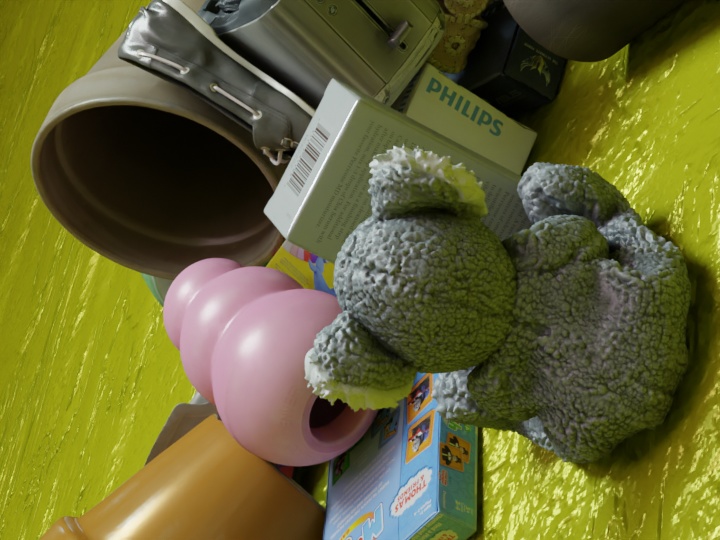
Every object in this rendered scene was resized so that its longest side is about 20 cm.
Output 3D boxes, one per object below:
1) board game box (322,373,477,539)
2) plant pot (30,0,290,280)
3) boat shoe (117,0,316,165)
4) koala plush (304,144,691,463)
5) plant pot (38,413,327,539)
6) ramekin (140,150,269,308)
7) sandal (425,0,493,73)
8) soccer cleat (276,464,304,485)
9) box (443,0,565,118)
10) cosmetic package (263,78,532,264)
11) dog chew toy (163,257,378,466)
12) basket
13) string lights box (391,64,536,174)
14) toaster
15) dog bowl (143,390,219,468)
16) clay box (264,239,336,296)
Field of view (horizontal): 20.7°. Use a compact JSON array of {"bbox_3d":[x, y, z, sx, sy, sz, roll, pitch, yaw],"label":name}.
[{"bbox_3d":[0.027,0.133,1.365,0.151,0.036,0.201,-47,25,38],"label":"board game box"},{"bbox_3d":[-0.131,-0.121,1.506,0.200,0.199,0.175,-39,27,48],"label":"plant pot"},{"bbox_3d":[-0.082,-0.113,1.362,0.057,0.200,0.067,-50,-11,-4],"label":"boat shoe"},{"bbox_3d":[0.072,0.017,1.141,0.179,0.199,0.184,-66,26,8],"label":"koala plush"},{"bbox_3d":[-0.120,0.214,1.439,0.184,0.200,0.200,-50,20,-6],"label":"plant pot"},{"bbox_3d":[-0.106,-0.044,1.666,0.201,0.199,0.098,-55,36,21],"label":"ramekin"},{"bbox_3d":[0.062,-0.173,1.470,0.212,0.077,0.070,136,131,-56],"label":"sandal"},{"bbox_3d":[-0.111,0.213,1.550,0.201,0.073,0.068,-61,20,9],"label":"soccer cleat"},{"bbox_3d":[0.100,-0.186,1.535,0.200,0.051,0.159,-19,49,62],"label":"box"},{"bbox_3d":[0.050,-0.031,1.267,0.102,0.199,0.071,-61,21,7],"label":"cosmetic package"},{"bbox_3d":[-0.071,0.054,1.409,0.200,0.124,0.125,36,100,45],"label":"dog chew toy"},{"bbox_3d":[0.185,-0.235,1.285,0.200,0.135,0.181,-45,24,49],"label":"basket"},{"bbox_3d":[0.036,-0.090,1.484,0.200,0.102,0.059,-11,51,65],"label":"string lights box"},{"bbox_3d":[-0.029,-0.177,1.398,0.114,0.129,0.200,-52,18,-14],"label":"toaster"},{"bbox_3d":[-0.099,0.098,1.585,0.201,0.058,0.200,-58,-2,-4],"label":"dog bowl"},{"bbox_3d":[0.000,0.000,1.446,0.200,0.115,0.048,-50,-1,42],"label":"clay box"}]
